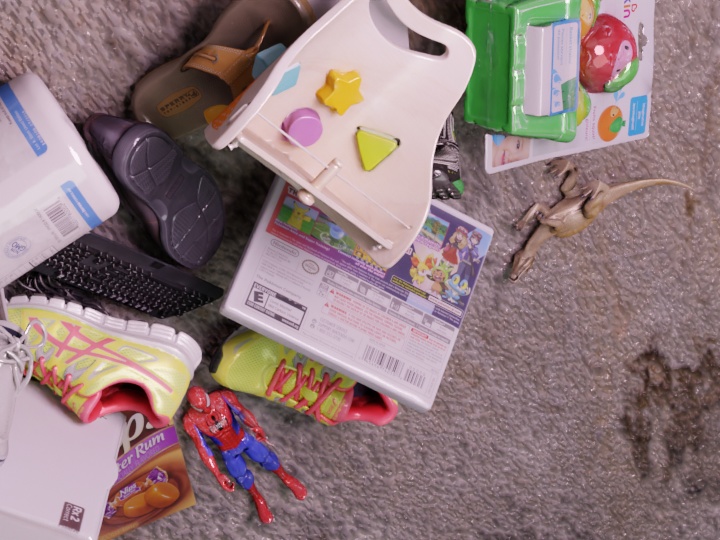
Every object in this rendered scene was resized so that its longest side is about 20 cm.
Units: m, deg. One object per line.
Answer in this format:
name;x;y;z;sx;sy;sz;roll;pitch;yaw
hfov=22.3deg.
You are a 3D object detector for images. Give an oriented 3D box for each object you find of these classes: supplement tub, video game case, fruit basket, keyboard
supplement tub;-0.300;-0.048;1.405;0.200;0.132;0.132;-33;135;-4
video game case;0.000;0.000;1.567;0.200;0.023;0.182;27;66;-12
fruit basket;0.182;-0.184;1.532;0.200;0.094;0.185;-11;111;-32
keyboard;-0.208;0.019;1.539;0.104;0.040;0.200;-17;155;28

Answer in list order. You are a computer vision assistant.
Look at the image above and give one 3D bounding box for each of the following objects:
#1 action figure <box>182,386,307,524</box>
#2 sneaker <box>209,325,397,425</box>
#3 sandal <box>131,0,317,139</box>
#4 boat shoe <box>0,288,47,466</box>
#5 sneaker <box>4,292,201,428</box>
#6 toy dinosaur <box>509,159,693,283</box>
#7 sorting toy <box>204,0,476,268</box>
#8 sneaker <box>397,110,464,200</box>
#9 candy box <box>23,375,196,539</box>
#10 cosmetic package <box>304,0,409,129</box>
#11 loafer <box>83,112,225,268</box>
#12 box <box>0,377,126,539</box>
action figure;-0.105;0.184;1.732;0.065;0.099;0.200;-36;132;-3
sneaker;-0.045;0.100;1.694;0.200;0.090;0.078;9;120;-34
sandal;-0.110;-0.153;1.433;0.200;0.054;0.080;-29;111;33
boat shoe;-0.290;0.064;1.442;0.086;0.202;0.075;-32;134;12
sneaker;-0.237;0.080;1.521;0.200;0.090;0.078;10;150;0
toy dinosaur;0.216;-0.066;1.768;0.200;0.058;0.101;-30;150;4
sorting toy;-0.004;-0.132;1.392;0.180;0.107;0.200;-48;130;7
sneaker;0.044;-0.116;1.526;0.078;0.200;0.085;6;113;-11
candy box;-0.228;0.154;1.660;0.117;0.056;0.200;-22;131;-13
cosmetic package;-0.014;-0.220;1.455;0.085;0.108;0.200;-15;130;-8
loafer;-0.170;-0.071;1.522;0.072;0.063;0.200;-52;152;-13
box;-0.312;0.183;1.489;0.200;0.199;0.131;21;114;-9
